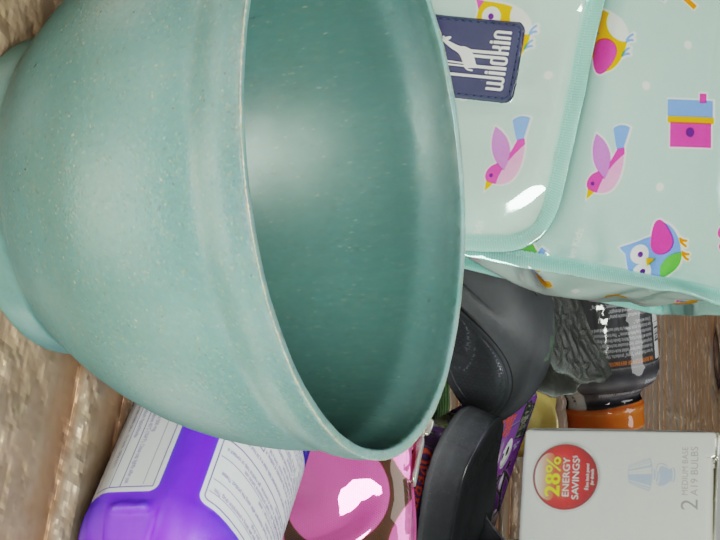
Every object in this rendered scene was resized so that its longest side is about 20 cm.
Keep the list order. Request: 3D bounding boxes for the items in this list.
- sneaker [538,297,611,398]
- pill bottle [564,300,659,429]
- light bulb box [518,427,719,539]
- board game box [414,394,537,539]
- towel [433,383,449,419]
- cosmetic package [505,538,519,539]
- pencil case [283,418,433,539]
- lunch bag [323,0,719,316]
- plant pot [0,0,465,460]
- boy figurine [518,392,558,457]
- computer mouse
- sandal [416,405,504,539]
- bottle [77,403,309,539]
[{"bbox_3d":[0.077,-0.005,0.885,0.104,0.060,0.201,-24,86,-45],"label":"sneaker"},{"bbox_3d":[0.216,0.045,1.307,0.106,0.105,0.202,-13,99,-70],"label":"pill bottle"},{"bbox_3d":[0.182,0.220,0.934,0.200,0.124,0.200,45,47,-63],"label":"light bulb box"},{"bbox_3d":[0.050,0.136,0.826,0.200,0.032,0.121,-13,117,-69],"label":"board game box"},{"bbox_3d":[0.025,0.118,0.885,0.152,0.023,0.202,14,75,-69],"label":"towel"},{"bbox_3d":[0.111,0.279,1.018,0.200,0.072,0.104,62,31,-48],"label":"cosmetic package"},{"bbox_3d":[-0.009,0.148,0.676,0.091,0.093,0.202,43,47,-78],"label":"pencil case"},{"bbox_3d":[0.088,-0.076,0.645,0.122,0.198,0.172,179,-77,-73],"label":"lunch bag"},{"bbox_3d":[-0.055,-0.032,0.520,0.200,0.133,0.202,-4,90,-67],"label":"plant pot"},{"bbox_3d":[0.139,0.084,1.151,0.200,0.064,0.125,-52,137,-66],"label":"boy figurine"},{"bbox_3d":[0.055,0.000,0.742,0.201,0.052,0.139,56,35,-34],"label":"computer mouse"},{"bbox_3d":[0.055,0.160,0.754,0.076,0.043,0.201,-52,154,-42],"label":"sandal"},{"bbox_3d":[-0.070,0.107,0.557,0.201,0.065,0.084,-73,151,-45],"label":"bottle"}]
